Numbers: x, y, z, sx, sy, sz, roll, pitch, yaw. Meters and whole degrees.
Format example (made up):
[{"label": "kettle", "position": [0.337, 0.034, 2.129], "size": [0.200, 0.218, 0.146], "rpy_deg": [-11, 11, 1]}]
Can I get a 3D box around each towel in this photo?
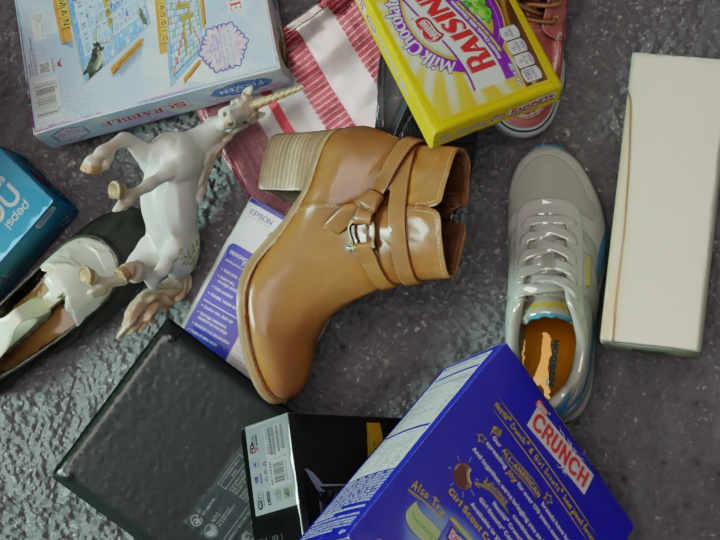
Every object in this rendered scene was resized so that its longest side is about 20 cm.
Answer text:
[{"label": "towel", "position": [-0.016, -0.130, 1.297], "size": [0.199, 0.023, 0.145], "rpy_deg": [-34, 81, 5]}]

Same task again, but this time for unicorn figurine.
[{"label": "unicorn figurine", "position": [-0.139, -0.057, 1.258], "size": [0.074, 0.137, 0.201], "rpy_deg": [38, 125, 26]}]

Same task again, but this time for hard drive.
[{"label": "hard drive", "position": [-0.103, 0.150, 1.242], "size": [0.199, 0.033, 0.140], "rpy_deg": [38, 89, -10]}]

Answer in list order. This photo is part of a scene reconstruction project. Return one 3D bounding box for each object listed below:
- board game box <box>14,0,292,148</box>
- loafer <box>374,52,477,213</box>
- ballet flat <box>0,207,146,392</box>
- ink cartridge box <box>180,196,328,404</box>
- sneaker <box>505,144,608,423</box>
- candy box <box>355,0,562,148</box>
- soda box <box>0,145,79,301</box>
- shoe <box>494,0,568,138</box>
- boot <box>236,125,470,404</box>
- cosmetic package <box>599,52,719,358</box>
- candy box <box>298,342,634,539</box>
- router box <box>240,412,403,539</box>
[{"label": "board game box", "position": [-0.165, -0.215, 1.307], "size": [0.197, 0.041, 0.202], "rpy_deg": [-13, 76, 10]}, {"label": "loafer", "position": [0.044, -0.125, 1.259], "size": [0.071, 0.063, 0.202], "rpy_deg": [2, 90, -24]}, {"label": "ballet flat", "position": [-0.233, 0.029, 1.294], "size": [0.200, 0.068, 0.068], "rpy_deg": [-42, 85, 3]}, {"label": "ink cartridge box", "position": [-0.088, 0.056, 1.284], "size": [0.094, 0.037, 0.201], "rpy_deg": [28, 92, 11]}, {"label": "sneaker", "position": [0.139, 0.007, 1.227], "size": [0.076, 0.081, 0.202], "rpy_deg": [-3, 83, 11]}, {"label": "candy box", "position": [0.053, -0.188, 1.198], "size": [0.101, 0.026, 0.201], "rpy_deg": [-22, 70, -11]}, {"label": "soda box", "position": [-0.312, 0.003, 1.313], "size": [0.068, 0.064, 0.200], "rpy_deg": [42, 92, 11]}, {"label": "shoe", "position": [0.119, -0.202, 1.240], "size": [0.071, 0.091, 0.203], "rpy_deg": [1, 83, -4]}, {"label": "boot", "position": [0.000, 0.000, 1.200], "size": [0.154, 0.077, 0.202], "rpy_deg": [6, 84, 28]}, {"label": "cosmetic package", "position": [0.216, -0.043, 1.208], "size": [0.072, 0.104, 0.202], "rpy_deg": [5, 84, 11]}, {"label": "candy box", "position": [0.074, 0.178, 1.143], "size": [0.170, 0.077, 0.200], "rpy_deg": [54, 52, -12]}, {"label": "router box", "position": [0.002, 0.202, 1.174], "size": [0.052, 0.156, 0.202], "rpy_deg": [-21, 70, 41]}]
